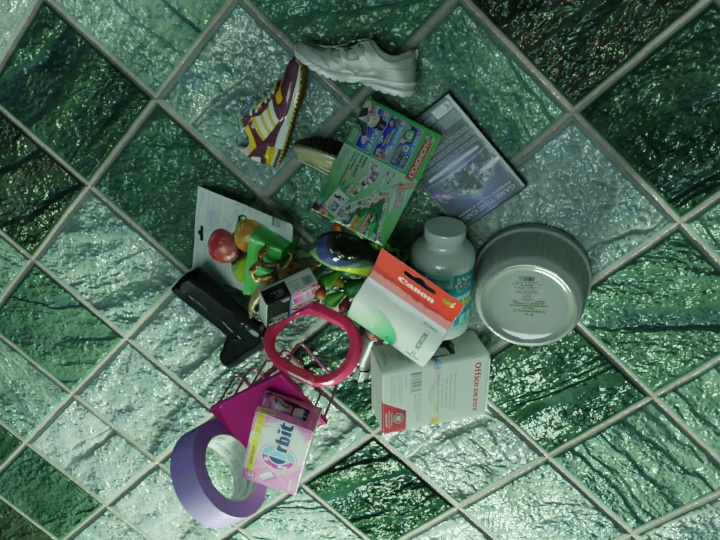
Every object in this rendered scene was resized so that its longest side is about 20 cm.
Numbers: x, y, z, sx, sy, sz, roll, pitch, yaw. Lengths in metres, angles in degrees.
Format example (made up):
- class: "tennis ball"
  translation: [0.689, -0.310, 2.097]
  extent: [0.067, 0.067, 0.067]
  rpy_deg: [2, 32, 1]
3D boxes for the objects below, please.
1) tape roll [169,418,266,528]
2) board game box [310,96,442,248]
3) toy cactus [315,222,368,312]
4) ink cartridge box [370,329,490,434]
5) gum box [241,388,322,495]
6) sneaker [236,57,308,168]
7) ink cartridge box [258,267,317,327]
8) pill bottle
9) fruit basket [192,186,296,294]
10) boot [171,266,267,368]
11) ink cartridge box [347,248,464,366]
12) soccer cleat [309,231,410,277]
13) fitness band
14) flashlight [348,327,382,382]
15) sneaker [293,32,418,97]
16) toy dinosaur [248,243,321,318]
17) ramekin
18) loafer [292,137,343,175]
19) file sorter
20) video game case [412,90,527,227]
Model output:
- class: "tape roll"
  translation: [-0.274, 0.394, 1.620]
  extent: [0.066, 0.200, 0.200]
  rpy_deg: [-30, 108, 26]
- class: "board game box"
  translation: [0.025, -0.155, 1.323]
  extent: [0.134, 0.029, 0.200]
  rpy_deg: [28, 95, -2]
- class: "toy cactus"
  translation: [0.000, 0.000, 1.475]
  extent: [0.165, 0.102, 0.200]
  rpy_deg: [16, 116, -5]
- class: "ink cartridge box"
  translation: [0.125, 0.201, 1.508]
  extent: [0.200, 0.083, 0.146]
  rpy_deg: [-8, 122, -12]
- class: "gum box"
  translation: [-0.150, 0.323, 1.571]
  extent: [0.113, 0.066, 0.200]
  rpy_deg: [18, 126, 3]
- class: "sneaker"
  translation: [-0.148, -0.263, 1.359]
  extent: [0.090, 0.075, 0.200]
  rpy_deg: [20, 123, -2]
- class: "ink cartridge box"
  translation: [-0.129, 0.055, 1.456]
  extent: [0.037, 0.095, 0.200]
  rpy_deg: [62, 166, 10]
- class: "pill bottle"
  translation: [0.138, 0.011, 1.416]
  extent: [0.111, 0.111, 0.200]
  rpy_deg: [8, 124, 12]
- class: "fruit basket"
  translation: [-0.216, -0.044, 1.522]
  extent: [0.200, 0.094, 0.186]
  rpy_deg: [25, 126, 20]
- class: "boot"
  translation: [-0.284, 0.092, 1.598]
  extent: [0.200, 0.066, 0.165]
  rpy_deg: [39, 132, -21]
- class: "ink cartridge box"
  translation: [0.069, 0.066, 1.348]
  extent: [0.161, 0.050, 0.200]
  rpy_deg: [34, 156, 7]
- class: "soccer cleat"
  translation: [0.002, -0.019, 1.394]
  extent: [0.200, 0.065, 0.084]
  rpy_deg: [21, 159, -40]
- class: "fitness band"
  translation: [-0.087, 0.133, 1.521]
  extent: [0.200, 0.144, 0.037]
  rpy_deg: [23, 160, 34]
- class: "flashlight"
  translation: [0.029, 0.131, 1.538]
  extent: [0.068, 0.068, 0.200]
  rpy_deg: [23, 139, 4]
- class: "sneaker"
  translation: [-0.003, -0.331, 1.288]
  extent: [0.200, 0.075, 0.082]
  rpy_deg: [15, 109, 1]
- class: "toy dinosaur"
  translation: [-0.152, 0.019, 1.441]
  extent: [0.200, 0.060, 0.106]
  rpy_deg: [-33, 122, 18]
- class: "ramekin"
  translation: [0.283, 0.033, 1.391]
  extent: [0.200, 0.105, 0.201]
  rpy_deg: [8, 123, 13]
- class: "loafer"
  translation: [-0.023, -0.163, 1.381]
  extent: [0.200, 0.076, 0.068]
  rpy_deg: [20, 117, 3]
- class: "file sorter"
  translation: [-0.165, 0.250, 1.648]
  extent: [0.200, 0.125, 0.139]
  rpy_deg: [-29, 110, 30]
- class: "video game case"
  translation: [0.155, -0.174, 1.356]
  extent: [0.143, 0.019, 0.200]
  rpy_deg: [-35, 107, 31]
